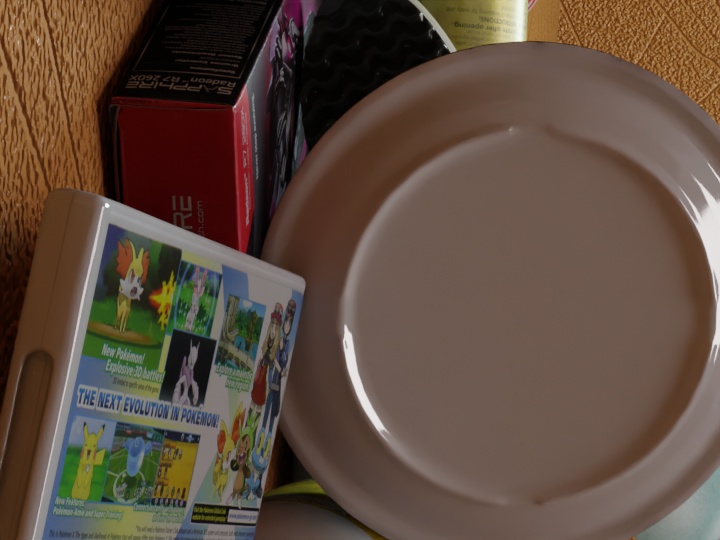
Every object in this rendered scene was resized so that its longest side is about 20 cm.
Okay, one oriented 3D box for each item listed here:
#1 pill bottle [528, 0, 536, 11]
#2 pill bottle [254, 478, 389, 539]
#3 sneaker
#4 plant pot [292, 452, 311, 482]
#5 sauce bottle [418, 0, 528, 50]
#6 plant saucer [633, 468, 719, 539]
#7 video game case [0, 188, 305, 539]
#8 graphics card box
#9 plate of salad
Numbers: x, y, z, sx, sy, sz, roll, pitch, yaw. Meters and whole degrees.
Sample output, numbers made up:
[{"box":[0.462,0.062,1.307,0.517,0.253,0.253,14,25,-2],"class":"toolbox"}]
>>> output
[{"box":[0.049,-0.188,1.345,0.200,0.116,0.116,22,72,-81],"class":"pill bottle"},{"box":[-0.026,0.146,0.971,0.200,0.112,0.113,2,92,-82],"class":"pill bottle"},{"box":[0.034,-0.022,0.969,0.200,0.070,0.093,63,5,-3],"class":"sneaker"},{"box":[0.063,0.040,1.323,0.196,0.196,0.200,40,44,-80],"class":"plant pot"},{"box":[0.040,-0.092,1.038,0.066,0.066,0.200,33,60,-81],"class":"sauce bottle"},{"box":[0.156,0.051,1.203,0.201,0.039,0.201,46,35,-46],"class":"plant saucer"},{"box":[-0.073,0.078,0.770,0.200,0.022,0.183,24,77,-72],"class":"video game case"},{"box":[-0.050,-0.054,0.940,0.200,0.051,0.126,-74,166,-59],"class":"graphics card box"},{"box":[0.059,0.013,0.899,0.048,0.200,0.200,-121,-148,-76],"class":"plate of salad"}]
